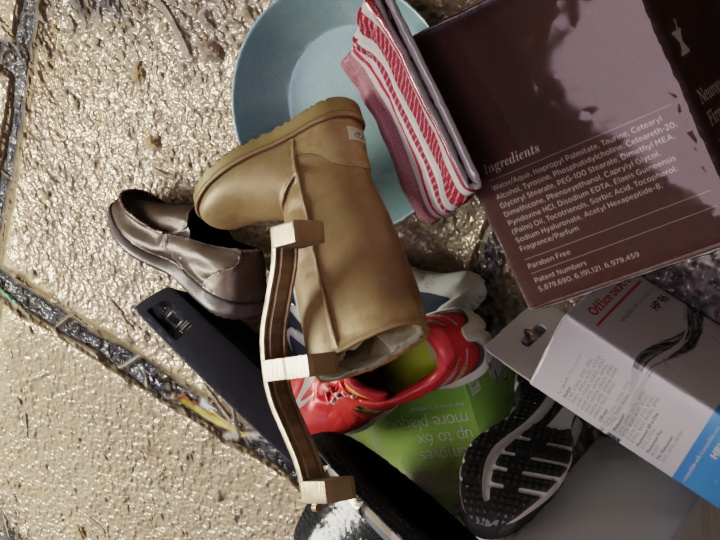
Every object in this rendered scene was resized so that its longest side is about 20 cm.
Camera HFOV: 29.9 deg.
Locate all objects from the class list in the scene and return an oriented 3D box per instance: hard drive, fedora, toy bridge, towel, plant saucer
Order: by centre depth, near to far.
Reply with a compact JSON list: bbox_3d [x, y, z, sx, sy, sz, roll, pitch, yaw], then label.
[{"bbox_3d":[0.032,-0.105,0.936,0.023,0.200,0.144,-26,89,-5],"label":"towel"},{"bbox_3d":[-0.043,0.068,0.943,0.067,0.027,0.201,-12,84,53],"label":"toy bridge"},{"bbox_3d":[0.019,0.210,0.997,0.200,0.201,0.092,39,93,13],"label":"fedora"},{"bbox_3d":[-0.008,-0.130,1.071,0.200,0.039,0.202,7,105,26],"label":"plant saucer"},{"bbox_3d":[-0.096,0.090,1.172,0.200,0.135,0.042,42,95,15],"label":"hard drive"}]

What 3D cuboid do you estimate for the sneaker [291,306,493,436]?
[{"bbox_3d":[0.003,0.078,1.027,0.200,0.085,0.077,-29,80,31],"label":"sneaker"}]

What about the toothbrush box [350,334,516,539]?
[{"bbox_3d":[0.069,0.167,1.123,0.145,0.086,0.201,-9,105,35],"label":"toothbrush box"}]

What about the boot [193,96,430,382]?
[{"bbox_3d":[-0.045,-0.010,1.008,0.175,0.066,0.201,-33,58,32],"label":"boot"}]

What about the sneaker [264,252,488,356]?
[{"bbox_3d":[0.000,0.000,1.101,0.199,0.079,0.130,-14,110,45],"label":"sneaker"}]

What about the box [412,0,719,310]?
[{"bbox_3d":[0.169,-0.108,0.898,0.164,0.166,0.201,-21,98,36],"label":"box"}]

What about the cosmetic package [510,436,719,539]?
[{"bbox_3d":[0.194,0.198,0.984,0.113,0.200,0.081,1,110,32],"label":"cosmetic package"}]

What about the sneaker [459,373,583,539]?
[{"bbox_3d":[0.128,0.141,1.010,0.073,0.200,0.080,16,125,21],"label":"sneaker"}]

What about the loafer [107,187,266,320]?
[{"bbox_3d":[-0.144,-0.030,1.177,0.200,0.073,0.071,32,114,34],"label":"loafer"}]

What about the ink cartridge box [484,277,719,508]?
[{"bbox_3d":[0.204,0.067,0.978,0.200,0.116,0.068,33,122,16],"label":"ink cartridge box"}]
